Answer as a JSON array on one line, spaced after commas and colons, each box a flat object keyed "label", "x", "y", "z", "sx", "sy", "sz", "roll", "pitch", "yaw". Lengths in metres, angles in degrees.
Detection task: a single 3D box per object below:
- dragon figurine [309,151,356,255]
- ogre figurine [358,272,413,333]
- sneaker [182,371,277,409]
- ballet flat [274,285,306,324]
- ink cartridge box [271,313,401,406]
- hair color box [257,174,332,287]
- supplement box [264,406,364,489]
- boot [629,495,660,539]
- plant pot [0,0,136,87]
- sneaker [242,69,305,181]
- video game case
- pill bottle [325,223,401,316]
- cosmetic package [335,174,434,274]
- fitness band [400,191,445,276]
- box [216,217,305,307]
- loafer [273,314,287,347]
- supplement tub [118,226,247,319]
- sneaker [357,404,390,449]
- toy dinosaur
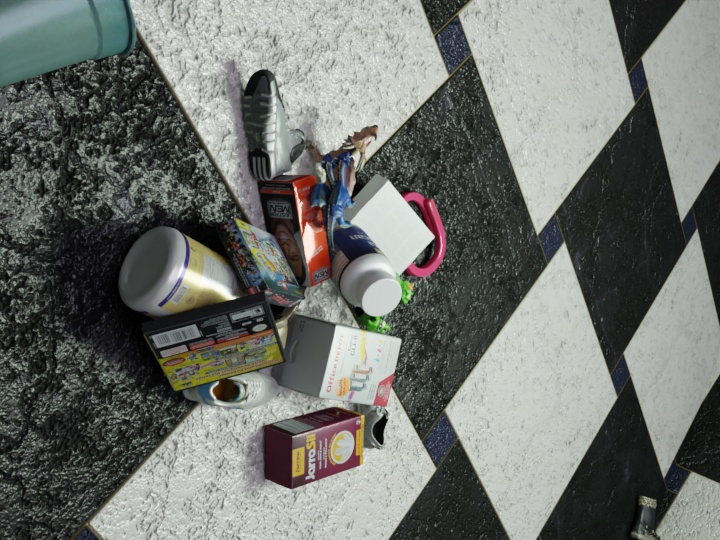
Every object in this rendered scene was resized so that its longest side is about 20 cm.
[{"label": "dragon figurine", "x": -0.053, "y": -0.125, "z": 1.494, "sx": 0.099, "sy": 0.059, "sz": 0.200, "roll": 62, "pitch": 34, "yaw": -46}, {"label": "ogre figurine", "x": 0.044, "y": 0.058, "z": 1.676, "sx": 0.120, "sy": 0.098, "sz": 0.200, "roll": -66, "pitch": 160, "yaw": 5}, {"label": "sneaker", "x": -0.221, "y": 0.220, "z": 1.502, "sx": 0.200, "sy": 0.081, "sz": 0.077, "roll": 8, "pitch": 88, "yaw": -48}, {"label": "ballet flat", "x": -0.164, "y": 0.097, "z": 1.568, "sx": 0.046, "sy": 0.067, "sz": 0.200, "roll": 33, "pitch": 72, "yaw": -10}, {"label": "ink cartridge box", "x": -0.047, "y": 0.178, "z": 1.632, "sx": 0.200, "sy": 0.145, "sz": 0.145, "roll": 16, "pitch": 85, "yaw": -46}, {"label": "hair color box", "x": -0.122, "y": -0.076, "z": 1.548, "sx": 0.061, "sy": 0.101, "sz": 0.200, "roll": -26, "pitch": 114, "yaw": -42}, {"label": "supplement box", "x": -0.090, "y": 0.351, "z": 1.654, "sx": 0.200, "sy": 0.086, "sz": 0.110, "roll": -7, "pitch": 101, "yaw": -45}, {"label": "boot", "x": 1.016, "y": 0.879, "z": 2.904, "sx": 0.204, "sy": 0.073, "sz": 0.154, "roll": 28, "pitch": 73, "yaw": -46}, {"label": "plant pot", "x": -0.443, "y": -0.351, "z": 1.117, "sx": 0.196, "sy": 0.200, "sz": 0.200, "roll": -35, "pitch": 120, "yaw": -29}, {"label": "sneaker", "x": -0.151, "y": -0.271, "z": 1.519, "sx": 0.115, "sy": 0.075, "sz": 0.200, "roll": -21, "pitch": 121, "yaw": -48}, {"label": "video game case", "x": -0.234, "y": 0.120, "z": 1.355, "sx": 0.200, "sy": 0.026, "sz": 0.181, "roll": -15, "pitch": 141, "yaw": -4}, {"label": "pill bottle", "x": 0.000, "y": 0.000, "z": 1.580, "sx": 0.111, "sy": 0.200, "sz": 0.111, "roll": -14, "pitch": 126, "yaw": -20}, {"label": "cosmetic package", "x": 0.046, "y": -0.080, "z": 1.726, "sx": 0.151, "sy": 0.052, "sz": 0.200, "roll": -48, "pitch": 130, "yaw": -6}, {"label": "fitness band", "x": 0.124, "y": -0.081, "z": 1.856, "sx": 0.144, "sy": 0.037, "sz": 0.200, "roll": -42, "pitch": 123, "yaw": -31}, {"label": "box", "x": -0.170, "y": -0.009, "z": 1.440, "sx": 0.137, "sy": 0.038, "sz": 0.200, "roll": 63, "pitch": 9, "yaw": 13}, {"label": "loafer", "x": -0.215, "y": 0.141, "z": 1.471, "sx": 0.200, "sy": 0.076, "sz": 0.068, "roll": -21, "pitch": 104, "yaw": -20}, {"label": "supplement tub", "x": -0.279, "y": 0.029, "z": 1.366, "sx": 0.200, "sy": 0.145, "sz": 0.146, "roll": 33, "pitch": 72, "yaw": -44}, {"label": "sneaker", "x": 0.036, "y": 0.289, "z": 1.780, "sx": 0.075, "sy": 0.082, "sz": 0.200, "roll": -2, "pitch": 97, "yaw": -46}, {"label": "toy dinosaur", "x": -0.035, "y": -0.185, "z": 1.598, "sx": 0.086, "sy": 0.135, "sz": 0.200, "roll": -1, "pitch": 97, "yaw": -46}]
